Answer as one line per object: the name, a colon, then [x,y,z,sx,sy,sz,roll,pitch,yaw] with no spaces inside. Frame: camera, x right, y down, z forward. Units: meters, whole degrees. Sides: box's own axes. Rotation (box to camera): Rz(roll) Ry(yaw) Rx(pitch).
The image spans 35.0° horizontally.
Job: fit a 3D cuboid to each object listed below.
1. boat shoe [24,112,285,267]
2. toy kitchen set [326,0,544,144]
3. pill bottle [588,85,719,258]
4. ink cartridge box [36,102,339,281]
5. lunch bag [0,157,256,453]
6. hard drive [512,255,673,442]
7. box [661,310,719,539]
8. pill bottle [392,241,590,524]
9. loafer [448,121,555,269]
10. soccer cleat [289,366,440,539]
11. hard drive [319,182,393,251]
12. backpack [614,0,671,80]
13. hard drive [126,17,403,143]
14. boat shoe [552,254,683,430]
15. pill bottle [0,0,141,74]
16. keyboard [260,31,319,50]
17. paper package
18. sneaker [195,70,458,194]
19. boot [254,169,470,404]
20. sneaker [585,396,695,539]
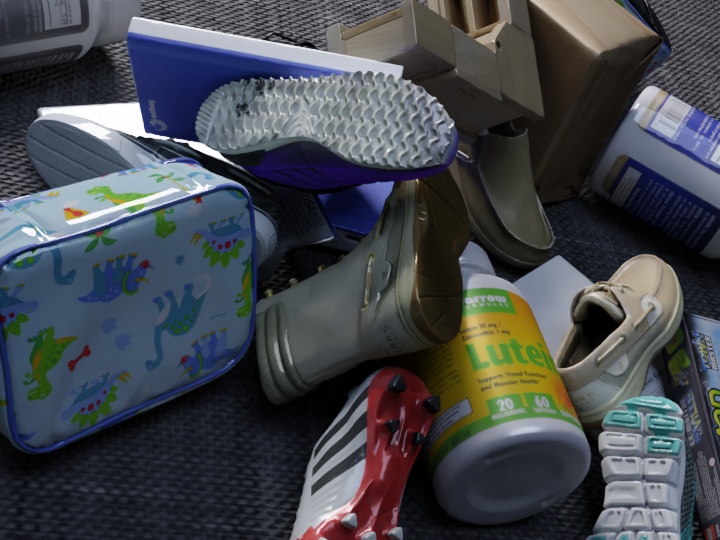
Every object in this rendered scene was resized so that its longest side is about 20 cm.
boat shoe: [-0.151,-0.065,0.859,0.200,0.072,0.071,28,36,-4]
toy kitchen set: [0.026,-0.206,0.964,0.200,0.163,0.181,15,64,-53]
pill bottle: [0.337,-0.082,1.116,0.200,0.120,0.120,33,42,10]
ink cartridge box: [-0.144,-0.066,0.930,0.200,0.041,0.200,-8,49,-23]
lunch bag: [-0.165,0.021,0.752,0.200,0.161,0.082,-23,36,-37]
hard drive: [0.202,0.078,0.954,0.200,0.027,0.132,43,45,21]
box: [0.306,0.134,0.904,0.110,0.035,0.200,14,50,-21]
pill bottle: [0.084,0.074,0.841,0.111,0.111,0.200,3,44,-21]
loafer: [0.122,-0.095,1.040,0.076,0.067,0.200,-15,72,-43]
soccer cleat: [-0.010,0.154,0.753,0.069,0.085,0.200,33,61,-21]
hard drive: [0.002,-0.091,1.033,0.132,0.025,0.200,15,42,-9]
backpack: [0.224,-0.268,1.218,0.183,0.147,0.200,27,24,-45]
hard drive: [-0.073,-0.130,0.881,0.200,0.132,0.025,10,65,1]
boat shoe: [0.202,0.040,0.908,0.065,0.072,0.200,59,43,-21]
pill bottle: [-0.300,-0.231,0.992,0.200,0.114,0.114,-21,57,-39]
keyboard: [-0.057,-0.186,1.036,0.200,0.040,0.104,-9,40,-44]
paper package: [0.156,-0.196,1.101,0.103,0.191,0.200,-18,54,-40]
sneaker: [-0.013,-0.091,0.830,0.200,0.100,0.070,9,72,28]
boot: [0.000,0.000,0.838,0.072,0.155,0.200,47,32,-29]
sneaker: [0.203,0.192,0.798,0.078,0.091,0.200,-2,53,36]
